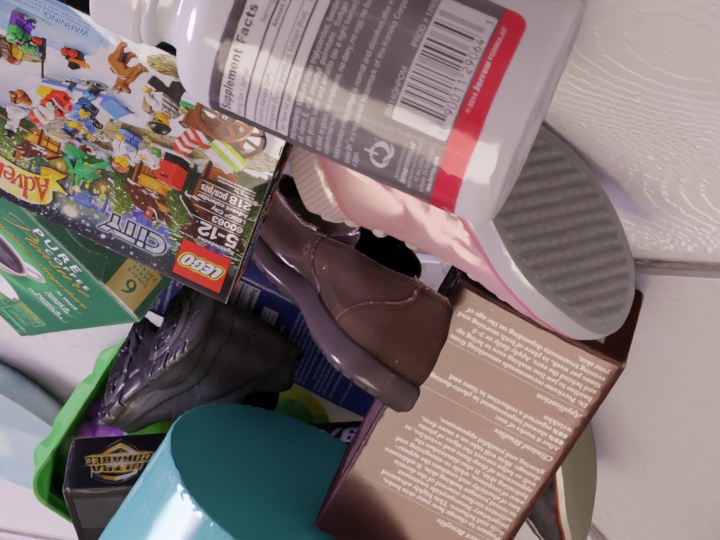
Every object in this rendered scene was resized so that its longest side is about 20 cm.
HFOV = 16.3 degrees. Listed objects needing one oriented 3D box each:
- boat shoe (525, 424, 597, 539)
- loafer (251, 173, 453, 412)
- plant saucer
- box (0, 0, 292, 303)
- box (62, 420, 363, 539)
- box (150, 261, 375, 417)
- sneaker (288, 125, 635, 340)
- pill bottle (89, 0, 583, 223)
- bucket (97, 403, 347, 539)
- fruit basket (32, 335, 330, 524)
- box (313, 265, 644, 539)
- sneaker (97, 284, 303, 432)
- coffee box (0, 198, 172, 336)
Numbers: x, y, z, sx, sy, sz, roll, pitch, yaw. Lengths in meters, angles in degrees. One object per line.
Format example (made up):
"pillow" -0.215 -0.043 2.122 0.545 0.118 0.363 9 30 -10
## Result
"boat shoe" 0.093 0.098 1.458 0.062 0.071 0.200 -1 142 19
"loafer" 0.000 0.000 1.311 0.073 0.071 0.200 36 -171 -37
"plant saucer" -0.278 0.104 1.901 0.200 0.039 0.201 22 155 11
"box" -0.131 -0.080 1.207 0.199 0.038 0.137 25 134 2
"box" -0.075 0.168 1.598 0.199 0.046 0.159 -4 134 7
"box" -0.054 0.024 1.512 0.200 0.032 0.121 28 157 0
"sneaker" 0.041 -0.038 1.233 0.200 0.075 0.105 43 148 -18
"pill bottle" -0.012 -0.107 1.101 0.199 0.111 0.111 24 156 6
"bucket" -0.057 0.181 1.441 0.207 0.207 0.135 28 112 -4
"fruit basket" -0.100 0.137 1.674 0.215 0.156 0.216 33 173 5
"box" 0.062 0.077 1.349 0.100 0.075 0.200 27 126 -3
"sneaker" -0.099 0.068 1.529 0.091 0.076 0.200 24 162 -16
"coffee box" -0.198 -0.019 1.509 0.123 0.044 0.200 46 158 -16
